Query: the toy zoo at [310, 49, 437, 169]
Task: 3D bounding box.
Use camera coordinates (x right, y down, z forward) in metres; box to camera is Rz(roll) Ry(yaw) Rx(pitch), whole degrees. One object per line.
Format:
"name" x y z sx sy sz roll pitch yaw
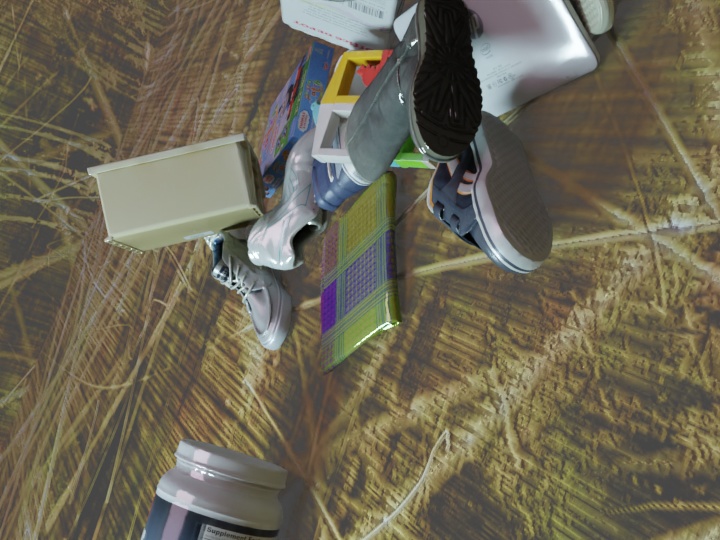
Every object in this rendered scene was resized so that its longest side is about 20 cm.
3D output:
"toy zoo" 0.018 -0.181 0.971 0.198 0.020 0.133 10 78 40

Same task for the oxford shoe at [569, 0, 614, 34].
"oxford shoe" 0.191 -0.278 0.754 0.076 0.057 0.202 81 -179 -47

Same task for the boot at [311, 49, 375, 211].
"boot" -0.024 -0.174 1.071 0.090 0.072 0.203 -34 43 40

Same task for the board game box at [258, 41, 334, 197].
"board game box" -0.100 -0.211 1.258 0.200 0.036 0.154 142 142 -62

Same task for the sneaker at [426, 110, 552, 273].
"sneaker" 0.105 -0.051 0.733 0.079 0.078 0.201 -46 23 29

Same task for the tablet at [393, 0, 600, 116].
"tablet" 0.114 -0.207 0.791 0.014 0.131 0.199 -39 11 -30

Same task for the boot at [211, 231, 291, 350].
"boot" -0.152 0.023 1.148 0.074 0.094 0.201 -57 28 21

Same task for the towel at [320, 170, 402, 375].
"towel" 0.000 0.000 0.958 0.143 0.022 0.203 -42 38 42

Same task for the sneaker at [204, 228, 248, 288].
"sneaker" -0.207 -0.051 1.313 0.071 0.079 0.202 -50 33 28

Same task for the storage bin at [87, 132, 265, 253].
"storage bin" -0.229 -0.096 1.166 0.199 0.196 0.096 96 161 -87

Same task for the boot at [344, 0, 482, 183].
"boot" 0.037 -0.139 0.820 0.200 0.072 0.185 -41 36 54

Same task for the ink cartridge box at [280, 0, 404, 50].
"ink cartridge box" -0.017 -0.340 1.020 0.200 0.145 0.087 117 174 -83

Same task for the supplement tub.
"supplement tub" -0.162 0.293 0.919 0.140 0.139 0.203 -2 69 62

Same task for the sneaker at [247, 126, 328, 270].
"sneaker" -0.067 -0.089 1.117 0.079 0.070 0.203 16 78 36
